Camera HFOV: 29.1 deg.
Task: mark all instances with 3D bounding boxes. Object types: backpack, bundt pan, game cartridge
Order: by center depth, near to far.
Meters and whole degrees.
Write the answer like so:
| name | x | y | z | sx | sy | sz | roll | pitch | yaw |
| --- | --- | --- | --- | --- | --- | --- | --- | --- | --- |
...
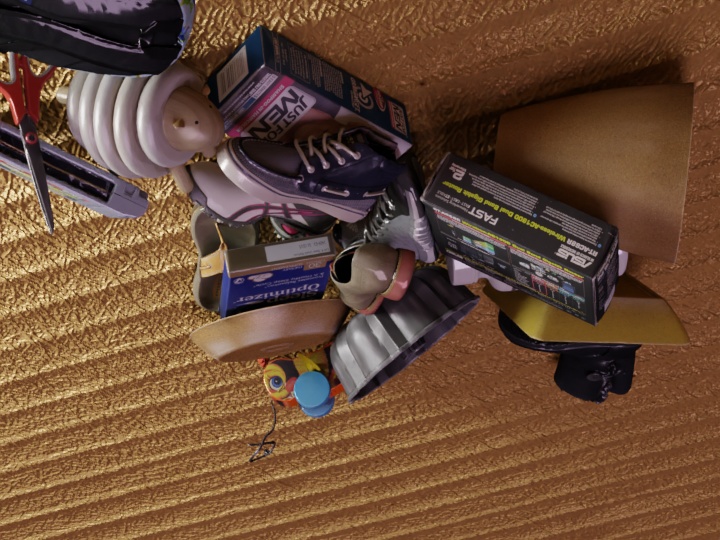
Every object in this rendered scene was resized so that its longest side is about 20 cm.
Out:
| name | x | y | z | sx | sy | sz | roll | pitch | yaw |
| --- | --- | --- | --- | --- | --- | --- | --- | --- | --- |
| backpack | -0.241 | -0.251 | 1.223 | 0.198 | 0.155 | 0.164 | 21 | 132 | -2 |
| game cartridge | -0.314 | -0.104 | 1.386 | 0.198 | 0.133 | 0.041 | 26 | 88 | -19 |
| bundt pan | 0.043 | 0.067 | 1.649 | 0.201 | 0.076 | 0.202 | -37 | 171 | -6 |

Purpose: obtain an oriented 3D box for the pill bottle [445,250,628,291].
| name | x | y | z | sx | sy | sz | roll | pitch | yaw |
| --- | --- | --- | --- | --- | --- | --- | --- | --- | --- |
| pill bottle | 0.196 | -0.036 | 1.579 | 0.197 | 0.112 | 0.111 | -7 | 142 | -2 |

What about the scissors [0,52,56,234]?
| name | x | y | z | sx | sy | sz | roll | pitch | yaw |
| --- | --- | --- | --- | --- | --- | --- | --- | --- | --- |
| scissors | -0.320 | -0.136 | 1.307 | 0.072 | 0.203 | 0.014 | 6 | 169 | -34 |

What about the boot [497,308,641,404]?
| name | x | y | z | sx | sy | sz | roll | pitch | yaw |
| --- | --- | --- | --- | --- | --- | --- | --- | --- | --- |
| boot | 0.267 | 0.107 | 1.796 | 0.197 | 0.077 | 0.169 | 2 | 146 | -2 |

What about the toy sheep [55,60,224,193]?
| name | x | y | z | sx | sy | sz | roll | pitch | yaw |
| --- | --- | --- | --- | --- | --- | --- | --- | --- | --- |
| toy sheep | -0.217 | -0.151 | 1.344 | 0.198 | 0.139 | 0.138 | 10 | 149 | 26 |

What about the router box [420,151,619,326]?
| name | x | y | z | sx | sy | sz | roll | pitch | yaw |
| --- | --- | --- | --- | --- | --- | --- | --- | --- | --- |
| router box | 0.168 | -0.031 | 1.437 | 0.198 | 0.063 | 0.150 | 26 | 167 | 18 |

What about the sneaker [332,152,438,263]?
| name | x | y | z | sx | sy | sz | roll | pitch | yaw |
| --- | --- | --- | --- | --- | --- | --- | --- | --- | --- |
| sneaker | 0.021 | -0.056 | 1.538 | 0.114 | 0.076 | 0.201 | -7 | 152 | 7 |

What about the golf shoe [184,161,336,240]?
| name | x | y | z | sx | sy | sz | roll | pitch | yaw |
| --- | --- | --- | --- | --- | --- | --- | --- | --- | --- |
| golf shoe | -0.103 | -0.091 | 1.494 | 0.199 | 0.078 | 0.088 | 15 | 129 | -40 |

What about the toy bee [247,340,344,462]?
| name | x | y | z | sx | sy | sz | roll | pitch | yaw |
| --- | --- | --- | --- | --- | --- | --- | --- | --- | --- |
| toy bee | -0.079 | 0.135 | 1.756 | 0.199 | 0.109 | 0.131 | -27 | 161 | -27 |

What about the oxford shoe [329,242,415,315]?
| name | x | y | z | sx | sy | sz | roll | pitch | yaw |
| --- | --- | --- | --- | --- | --- | --- | --- | --- | --- |
| oxford shoe | 0.000 | 0.000 | 1.515 | 0.074 | 0.071 | 0.200 | 18 | 165 | -12 |

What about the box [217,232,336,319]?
| name | x | y | z | sx | sy | sz | roll | pitch | yaw |
| --- | --- | --- | --- | --- | --- | --- | --- | --- | --- |
| box | -0.098 | 0.017 | 1.574 | 0.120 | 0.033 | 0.200 | -10 | 162 | -12 |

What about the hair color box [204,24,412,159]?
| name | x | y | z | sx | sy | sz | roll | pitch | yaw |
| --- | --- | --- | --- | --- | --- | --- | --- | --- | --- |
| hair color box | -0.052 | -0.159 | 1.421 | 0.199 | 0.061 | 0.100 | 24 | 132 | -35 |

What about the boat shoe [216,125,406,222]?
| name | x | y | z | sx | sy | sz | roll | pitch | yaw |
| --- | --- | --- | --- | --- | --- | --- | --- | --- | --- |
| boat shoe | -0.044 | -0.113 | 1.372 | 0.199 | 0.075 | 0.093 | 12 | 134 | -46 |

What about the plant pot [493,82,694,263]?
| name | x | y | z | sx | sy | sz | roll | pitch | yaw |
| --- | --- | --- | --- | --- | --- | --- | --- | --- | --- |
| plant pot | 0.243 | -0.112 | 1.462 | 0.197 | 0.188 | 0.187 | 7 | 143 | 10 |

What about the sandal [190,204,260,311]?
| name | x | y | z | sx | sy | sz | roll | pitch | yaw |
| --- | --- | --- | --- | --- | --- | --- | --- | --- | --- |
| sandal | -0.157 | -0.008 | 1.590 | 0.079 | 0.054 | 0.201 | 1 | 141 | -10 |

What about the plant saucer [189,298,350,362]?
| name | x | y | z | sx | sy | sz | roll | pitch | yaw |
| --- | --- | --- | --- | --- | --- | --- | --- | --- | --- |
| plant saucer | -0.102 | 0.076 | 1.647 | 0.198 | 0.036 | 0.200 | -12 | 169 | -2 |

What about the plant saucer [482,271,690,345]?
| name | x | y | z | sx | sy | sz | roll | pitch | yaw |
| --- | --- | --- | --- | --- | --- | --- | --- | --- | --- |
| plant saucer | 0.267 | 0.033 | 1.650 | 0.197 | 0.200 | 0.049 | 2 | 105 | -14 |
